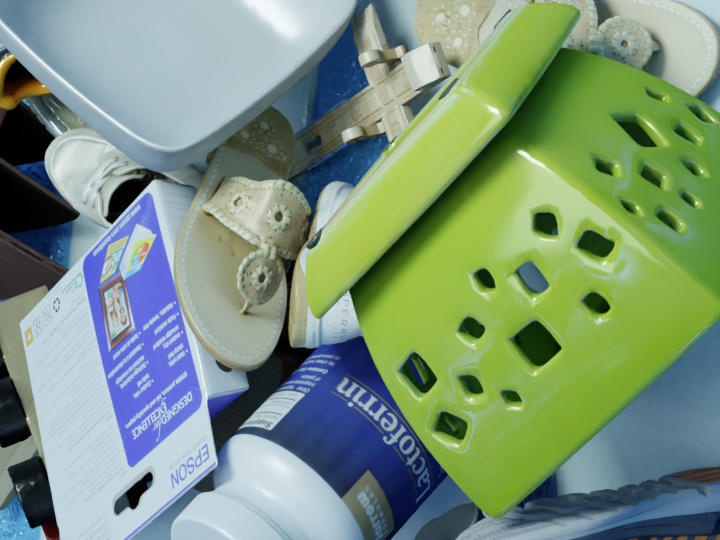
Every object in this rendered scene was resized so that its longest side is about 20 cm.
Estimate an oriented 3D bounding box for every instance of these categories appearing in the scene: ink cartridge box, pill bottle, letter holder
[{"bbox_3d":[-0.147,0.077,1.305,0.198,0.043,0.201,-41,54,42],"label":"ink cartridge box"},{"bbox_3d":[-0.018,0.121,1.247,0.115,0.200,0.116,31,147,22],"label":"pill bottle"},{"bbox_3d":[-0.293,-0.049,1.535,0.199,0.142,0.101,-4,60,45],"label":"letter holder"}]

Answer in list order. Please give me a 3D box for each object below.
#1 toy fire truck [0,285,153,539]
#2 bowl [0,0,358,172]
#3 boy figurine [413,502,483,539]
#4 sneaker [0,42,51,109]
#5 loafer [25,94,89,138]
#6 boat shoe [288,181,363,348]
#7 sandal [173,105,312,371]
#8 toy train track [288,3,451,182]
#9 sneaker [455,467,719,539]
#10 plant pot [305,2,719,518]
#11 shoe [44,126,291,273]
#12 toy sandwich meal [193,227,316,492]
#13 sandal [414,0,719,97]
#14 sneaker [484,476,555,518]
[{"bbox_3d":[-0.228,0.133,1.491,0.200,0.128,0.177,88,158,-64],"label":"toy fire truck"},{"bbox_3d":[-0.125,-0.163,1.303,0.200,0.200,0.075,41,154,14],"label":"bowl"},{"bbox_3d":[0.117,0.213,1.199,0.064,0.200,0.125,-29,35,43],"label":"boy figurine"},{"bbox_3d":[-0.175,-0.162,1.401,0.199,0.078,0.078,-15,51,12],"label":"sneaker"},{"bbox_3d":[-0.178,-0.106,1.458,0.070,0.075,0.200,-41,71,16],"label":"loafer"},{"bbox_3d":[0.000,0.000,1.251,0.069,0.200,0.071,5,112,3],"label":"boat shoe"},{"bbox_3d":[-0.063,-0.042,1.260,0.070,0.077,0.213,-50,26,41],"label":"sandal"},{"bbox_3d":[-0.014,-0.096,1.316,0.200,0.032,0.115,-30,77,51],"label":"toy train track"},{"bbox_3d":[0.148,0.182,1.143,0.078,0.199,0.113,-175,78,-70],"label":"sneaker"},{"bbox_3d":[0.093,-0.020,1.123,0.181,0.200,0.199,42,122,-4],"label":"plant pot"},{"bbox_3d":[-0.136,-0.049,1.365,0.199,0.053,0.070,26,89,22],"label":"shoe"},{"bbox_3d":[-0.082,0.058,1.387,0.204,0.070,0.207,4,96,38],"label":"toy sandwich meal"},{"bbox_3d":[0.106,-0.135,1.213,0.211,0.069,0.078,16,104,36],"label":"sandal"},{"bbox_3d":[0.078,0.201,1.274,0.077,0.070,0.202,1,95,33],"label":"sneaker"}]
